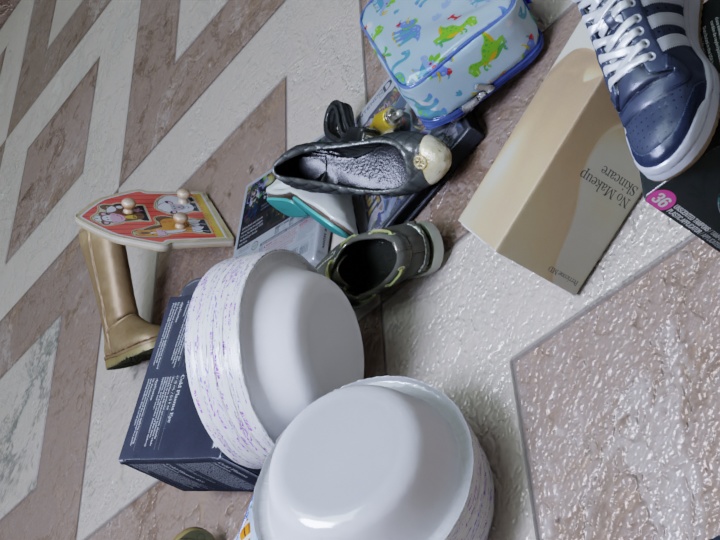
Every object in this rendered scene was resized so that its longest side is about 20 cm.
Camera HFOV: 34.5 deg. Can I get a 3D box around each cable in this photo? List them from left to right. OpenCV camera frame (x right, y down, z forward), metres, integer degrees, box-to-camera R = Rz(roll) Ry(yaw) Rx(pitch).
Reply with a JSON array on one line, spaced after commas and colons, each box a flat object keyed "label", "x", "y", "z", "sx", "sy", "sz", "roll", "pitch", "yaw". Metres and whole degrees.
[{"label": "cable", "x": 0.002, "y": -0.139, "z": 1.296, "sx": 0.200, "sy": 0.050, "sz": 0.099, "roll": -144, "pitch": 64, "yaw": -71}]

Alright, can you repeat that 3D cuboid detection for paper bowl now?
[{"label": "paper bowl", "x": -0.069, "y": 0.081, "z": 1.101, "sx": 0.103, "sy": 0.201, "sz": 0.203, "roll": -10, "pitch": 56, "yaw": 26}, {"label": "paper bowl", "x": 0.004, "y": 0.177, "z": 0.955, "sx": 0.198, "sy": 0.105, "sz": 0.203, "roll": -16, "pitch": 45, "yaw": 17}]

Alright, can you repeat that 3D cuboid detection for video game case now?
[{"label": "video game case", "x": -0.095, "y": -0.059, "z": 1.434, "sx": 0.199, "sy": 0.023, "sz": 0.184, "roll": -27, "pitch": 48, "yaw": 47}, {"label": "video game case", "x": 0.045, "y": -0.141, "z": 1.272, "sx": 0.181, "sy": 0.025, "sz": 0.201, "roll": -49, "pitch": 34, "yaw": 25}]

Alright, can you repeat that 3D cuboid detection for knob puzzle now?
[{"label": "knob puzzle", "x": -0.288, "y": -0.079, "z": 1.577, "sx": 0.220, "sy": 0.216, "sz": 0.031, "roll": -129, "pitch": 41, "yaw": -56}]

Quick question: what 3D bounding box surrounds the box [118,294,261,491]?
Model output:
[{"label": "box", "x": -0.146, "y": 0.130, "z": 1.262, "sx": 0.180, "sy": 0.104, "sz": 0.203, "roll": -10, "pitch": 57, "yaw": 44}]

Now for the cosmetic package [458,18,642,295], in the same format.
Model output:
[{"label": "cosmetic package", "x": 0.181, "y": -0.093, "z": 0.955, "sx": 0.202, "sy": 0.104, "sz": 0.071, "roll": -60, "pitch": 31, "yaw": 10}]

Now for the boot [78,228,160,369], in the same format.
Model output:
[{"label": "boot", "x": -0.328, "y": 0.026, "z": 1.593, "sx": 0.174, "sy": 0.065, "sz": 0.203, "roll": -19, "pitch": 81, "yaw": 49}]

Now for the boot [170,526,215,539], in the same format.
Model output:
[{"label": "boot", "x": -0.248, "y": 0.354, "z": 1.329, "sx": 0.199, "sy": 0.066, "sz": 0.177, "roll": 12, "pitch": 78, "yaw": 60}]

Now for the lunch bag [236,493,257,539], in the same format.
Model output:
[{"label": "lunch bag", "x": -0.055, "y": 0.286, "z": 1.074, "sx": 0.199, "sy": 0.075, "sz": 0.163, "roll": 10, "pitch": 79, "yaw": 58}]

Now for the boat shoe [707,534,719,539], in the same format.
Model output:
[{"label": "boat shoe", "x": 0.210, "y": 0.199, "z": 0.709, "sx": 0.201, "sy": 0.090, "sz": 0.071, "roll": -48, "pitch": 34, "yaw": 25}]

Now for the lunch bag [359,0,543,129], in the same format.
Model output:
[{"label": "lunch bag", "x": 0.094, "y": -0.250, "z": 1.198, "sx": 0.160, "sy": 0.082, "sz": 0.201, "roll": -37, "pitch": 38, "yaw": 10}]

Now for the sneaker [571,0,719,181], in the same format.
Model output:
[{"label": "sneaker", "x": 0.164, "y": -0.155, "z": 0.726, "sx": 0.070, "sy": 0.108, "sz": 0.202, "roll": -32, "pitch": 39, "yaw": 43}]

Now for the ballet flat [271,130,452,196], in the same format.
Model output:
[{"label": "ballet flat", "x": 0.001, "y": -0.103, "z": 1.190, "sx": 0.197, "sy": 0.057, "sz": 0.068, "roll": -3, "pitch": 102, "yaw": 28}]

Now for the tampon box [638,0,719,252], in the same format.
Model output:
[{"label": "tampon box", "x": 0.295, "y": -0.111, "z": 0.743, "sx": 0.199, "sy": 0.149, "sz": 0.128, "roll": -36, "pitch": 39, "yaw": 39}]

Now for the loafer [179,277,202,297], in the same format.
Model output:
[{"label": "loafer", "x": -0.182, "y": 0.107, "z": 1.425, "sx": 0.071, "sy": 0.063, "sz": 0.203, "roll": -17, "pitch": 59, "yaw": 15}]

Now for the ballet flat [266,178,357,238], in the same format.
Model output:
[{"label": "ballet flat", "x": -0.049, "y": -0.087, "z": 1.303, "sx": 0.199, "sy": 0.069, "sz": 0.070, "roll": 24, "pitch": 88, "yaw": 62}]

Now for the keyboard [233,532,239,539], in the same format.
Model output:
[{"label": "keyboard", "x": -0.078, "y": 0.225, "z": 1.212, "sx": 0.201, "sy": 0.011, "sz": 0.056, "roll": -57, "pitch": 32, "yaw": 13}]

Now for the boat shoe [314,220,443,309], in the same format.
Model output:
[{"label": "boat shoe", "x": -0.001, "y": -0.003, "z": 1.192, "sx": 0.201, "sy": 0.060, "sz": 0.073, "roll": -22, "pitch": 79, "yaw": 49}]
